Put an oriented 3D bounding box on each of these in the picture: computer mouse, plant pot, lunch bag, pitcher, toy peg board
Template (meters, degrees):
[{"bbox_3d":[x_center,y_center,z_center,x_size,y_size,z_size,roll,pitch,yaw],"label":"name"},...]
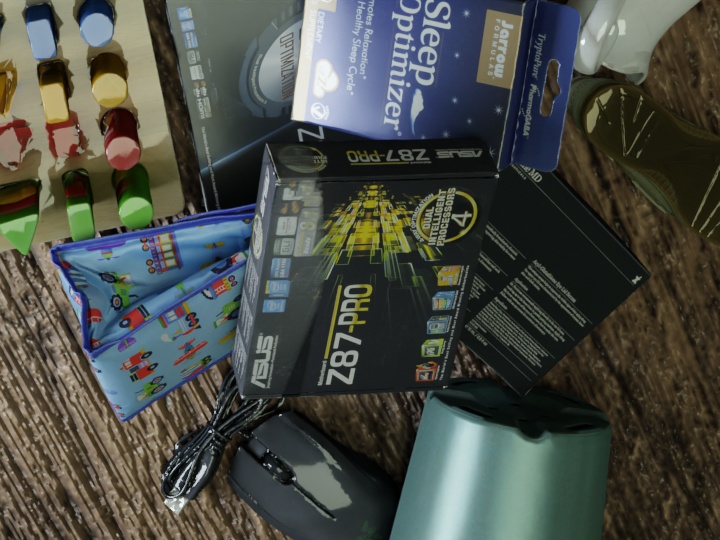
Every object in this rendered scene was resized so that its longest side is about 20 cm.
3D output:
[{"bbox_3d":[-0.050,0.176,1.570,0.199,0.053,0.139,32,101,-19],"label":"computer mouse"},{"bbox_3d":[0.110,0.198,1.542,0.198,0.200,0.198,8,102,-13],"label":"plant pot"},{"bbox_3d":[-0.111,0.015,1.442,0.198,0.151,0.095,-21,69,-6],"label":"lunch bag"},{"bbox_3d":[0.210,-0.233,1.399,0.121,0.172,0.201,30,106,4],"label":"pitcher"},{"bbox_3d":[-0.238,-0.104,1.407,0.198,0.098,0.201,-12,112,-6],"label":"toy peg board"}]

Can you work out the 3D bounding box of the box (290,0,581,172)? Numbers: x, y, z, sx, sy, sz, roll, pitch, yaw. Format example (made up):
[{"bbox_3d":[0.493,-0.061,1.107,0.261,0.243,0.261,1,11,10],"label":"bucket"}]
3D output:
[{"bbox_3d":[0.050,-0.145,1.374,0.198,0.032,0.122,15,110,19],"label":"box"}]

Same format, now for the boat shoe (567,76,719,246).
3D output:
[{"bbox_3d":[0.240,-0.087,1.526,0.200,0.063,0.074,30,98,-25],"label":"boat shoe"}]

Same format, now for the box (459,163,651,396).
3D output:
[{"bbox_3d":[0.106,-0.019,1.484,0.141,0.079,0.200,-41,128,9],"label":"box"}]

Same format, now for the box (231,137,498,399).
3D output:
[{"bbox_3d":[0.000,0.000,1.372,0.159,0.049,0.201,0,130,-16],"label":"box"}]

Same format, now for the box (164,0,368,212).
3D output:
[{"bbox_3d":[-0.052,-0.132,1.457,0.158,0.044,0.202,-12,112,-6],"label":"box"}]
